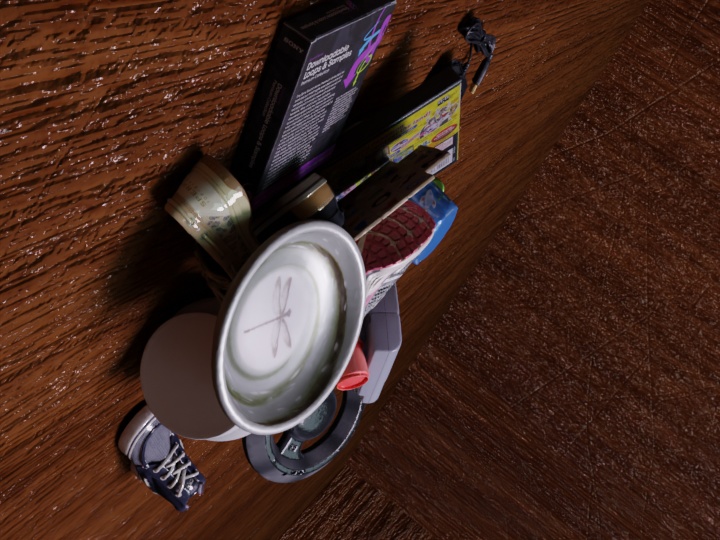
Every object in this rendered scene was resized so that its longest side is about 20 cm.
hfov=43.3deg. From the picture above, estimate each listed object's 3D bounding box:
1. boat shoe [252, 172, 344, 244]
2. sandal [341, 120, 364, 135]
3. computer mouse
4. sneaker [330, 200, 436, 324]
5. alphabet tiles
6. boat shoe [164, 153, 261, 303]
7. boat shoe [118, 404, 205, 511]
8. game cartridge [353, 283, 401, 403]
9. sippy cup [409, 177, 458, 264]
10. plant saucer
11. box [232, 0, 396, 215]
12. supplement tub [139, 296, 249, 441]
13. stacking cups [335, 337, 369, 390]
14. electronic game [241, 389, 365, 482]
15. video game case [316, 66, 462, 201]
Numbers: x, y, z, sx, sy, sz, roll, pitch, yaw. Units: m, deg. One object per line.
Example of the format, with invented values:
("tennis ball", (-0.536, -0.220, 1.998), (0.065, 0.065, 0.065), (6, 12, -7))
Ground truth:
("boat shoe", (-0.065, -0.045, 0.919), (0.075, 0.062, 0.200), (-41, -174, -18))
("sandal", (0.038, -0.167, 1.099), (0.083, 0.050, 0.202), (-48, 158, 27))
("computer mouse", (0.120, -0.243, 1.231), (0.140, 0.046, 0.201), (-13, 127, -67))
("sneaker", (0.000, 0.000, 0.968), (0.200, 0.081, 0.075), (-43, 158, -19))
("alphabet tiles", (0.002, -0.066, 0.952), (0.200, 0.006, 0.166), (-38, -163, -4))
("boat shoe", (-0.130, -0.025, 0.808), (0.063, 0.073, 0.200), (-43, 155, -19))
("boat shoe", (-0.228, 0.226, 1.086), (0.075, 0.093, 0.200), (-48, 168, -24))
("game cartridge", (0.009, 0.036, 1.063), (0.134, 0.041, 0.201), (114, -26, -49))
("sippy cup", (0.054, -0.082, 1.217), (0.178, 0.130, 0.140), (-49, 168, -17))
("plant saucer", (-0.073, 0.047, 0.823), (0.200, 0.050, 0.202), (-29, 128, -45))
("box", (-0.048, -0.153, 0.828), (0.143, 0.036, 0.201), (-42, 165, -48))
("supplement tub", (-0.132, 0.099, 0.962), (0.146, 0.145, 0.200), (-55, 169, 10))
("stacking cups", (-0.031, 0.036, 1.025), (0.060, 0.201, 0.061), (-15, 156, -7))
("electronic game", (-0.065, 0.174, 1.142), (0.199, 0.042, 0.201), (-21, 123, -37))
("video game case", (0.031, -0.129, 1.060), (0.199, 0.026, 0.181), (-33, 159, -9))
